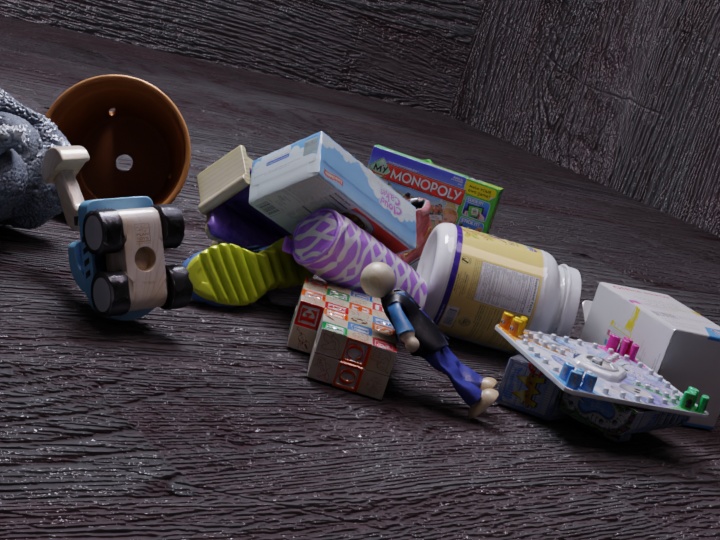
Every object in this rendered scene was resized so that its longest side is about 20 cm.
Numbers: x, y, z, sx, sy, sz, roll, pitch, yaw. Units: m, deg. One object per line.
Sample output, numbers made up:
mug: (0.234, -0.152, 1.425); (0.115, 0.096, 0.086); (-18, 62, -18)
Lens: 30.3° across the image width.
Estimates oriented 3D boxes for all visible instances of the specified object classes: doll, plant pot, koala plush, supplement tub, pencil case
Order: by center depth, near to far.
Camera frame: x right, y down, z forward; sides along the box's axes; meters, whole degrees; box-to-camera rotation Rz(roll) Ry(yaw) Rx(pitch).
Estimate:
doll: (0.070, 0.072, 1.478); (0.200, 0.048, 0.137); (47, 11, -8)
koala plush: (-0.423, -0.114, 1.522); (0.183, 0.178, 0.200); (26, 8, -9)
pencil case: (0.000, 0.000, 1.651); (0.085, 0.084, 0.200); (-12, -38, 37)
supplement tub: (0.178, 0.030, 1.766); (0.199, 0.146, 0.145); (16, 13, -8)
plant pot: (-0.326, -0.153, 1.792); (0.199, 0.201, 0.140); (17, -3, -4)

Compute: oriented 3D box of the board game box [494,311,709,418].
board game box: (0.286, 0.110, 1.577); (0.199, 0.026, 0.200); (12, 14, -23)

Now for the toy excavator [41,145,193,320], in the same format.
toy excavator: (-0.283, -0.043, 1.440); (0.099, 0.196, 0.199); (-8, 3, -40)

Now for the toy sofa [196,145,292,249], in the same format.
toy sofa: (-0.115, -0.067, 1.718); (0.200, 0.083, 0.098); (32, 37, -44)

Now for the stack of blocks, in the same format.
stack of blocks: (-0.022, 0.073, 1.515); (0.114, 0.059, 0.200); (17, 13, -4)

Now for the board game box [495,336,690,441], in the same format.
board game box: (0.263, 0.147, 1.586); (0.199, 0.062, 0.199); (28, 18, 37)

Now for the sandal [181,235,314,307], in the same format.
sandal: (-0.147, 0.006, 1.627); (0.087, 0.080, 0.199); (-14, -6, 42)

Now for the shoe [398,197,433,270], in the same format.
shoe: (0.035, -0.033, 1.836); (0.071, 0.092, 0.200); (9, 25, 38)

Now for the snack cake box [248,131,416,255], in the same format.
snack cake box: (-0.032, -0.082, 1.663); (0.115, 0.068, 0.200); (-20, -38, 32)

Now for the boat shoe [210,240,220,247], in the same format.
boat shoe: (-0.152, -0.036, 1.801); (0.064, 0.072, 0.200); (-15, 3, 28)

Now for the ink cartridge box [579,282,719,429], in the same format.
ink cartridge box: (0.386, 0.106, 1.769); (0.128, 0.126, 0.200); (11, 15, -27)

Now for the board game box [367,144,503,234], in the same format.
board game box: (0.094, -0.088, 1.940); (0.199, 0.135, 0.029); (20, 13, 13)

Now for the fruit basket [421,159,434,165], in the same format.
fruit basket: (0.031, -0.111, 2.108); (0.215, 0.156, 0.216); (26, -9, 4)
